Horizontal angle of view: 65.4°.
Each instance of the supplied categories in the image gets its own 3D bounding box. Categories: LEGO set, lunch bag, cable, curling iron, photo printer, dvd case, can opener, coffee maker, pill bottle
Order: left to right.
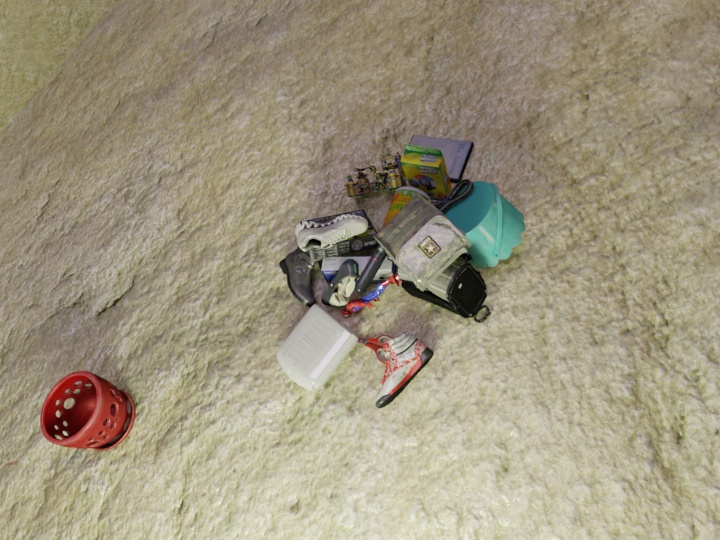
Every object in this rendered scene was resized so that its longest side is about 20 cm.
[{"bbox_3d":[-0.124,0.213,1.517,0.166,0.069,0.200,35,84,30],"label":"photo printer"},{"bbox_3d":[-0.129,-0.031,1.677,0.050,0.026,0.200,-43,61,20],"label":"curling iron"},{"bbox_3d":[0.045,-0.291,1.665,0.199,0.154,0.117,-8,96,27],"label":"LEGO set"},{"bbox_3d":[0.045,-0.025,1.475,0.078,0.063,0.200,33,81,23],"label":"can opener"},{"bbox_3d":[0.121,-0.125,1.583,0.111,0.111,0.201,11,69,24],"label":"pill bottle"},{"bbox_3d":[0.151,-0.065,1.354,0.164,0.118,0.200,-44,44,4],"label":"lunch bag"},{"bbox_3d":[0.229,-0.343,1.710,0.199,0.018,0.143,14,69,24],"label":"dvd case"},{"bbox_3d":[0.204,-0.169,1.462,0.200,0.050,0.098,-31,44,34],"label":"cable"},{"bbox_3d":[0.210,0.043,1.449,0.134,0.193,0.200,-36,34,-24],"label":"coffee maker"}]

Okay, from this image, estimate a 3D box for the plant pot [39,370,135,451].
[{"bbox_3d":[-0.758,0.403,1.584,0.199,0.183,0.201,-8,63,15],"label":"plant pot"}]

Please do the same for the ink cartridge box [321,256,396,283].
[{"bbox_3d":[0.000,0.000,1.566,0.199,0.094,0.044,0,65,15],"label":"ink cartridge box"}]

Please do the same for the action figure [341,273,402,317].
[{"bbox_3d":[0.026,0.076,1.533,0.199,0.065,0.052,-30,91,24],"label":"action figure"}]

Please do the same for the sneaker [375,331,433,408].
[{"bbox_3d":[0.083,0.247,1.428,0.108,0.067,0.201,41,77,21],"label":"sneaker"}]

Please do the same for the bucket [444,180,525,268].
[{"bbox_3d":[0.309,-0.124,1.458,0.207,0.135,0.208,-31,39,30],"label":"bucket"}]

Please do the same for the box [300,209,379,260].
[{"bbox_3d":[-0.062,-0.104,1.608,0.199,0.044,0.160,-12,36,-10],"label":"box"}]

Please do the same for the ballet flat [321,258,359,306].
[{"bbox_3d":[-0.053,0.053,1.523,0.073,0.200,0.073,16,45,-16],"label":"ballet flat"}]

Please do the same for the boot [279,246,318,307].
[{"bbox_3d":[-0.153,-0.001,1.623,0.132,0.070,0.200,-42,59,15],"label":"boot"}]

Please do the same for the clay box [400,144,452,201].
[{"bbox_3d":[0.186,-0.273,1.583,0.114,0.200,0.048,13,69,25],"label":"clay box"}]

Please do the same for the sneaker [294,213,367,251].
[{"bbox_3d":[-0.075,-0.096,1.508,0.199,0.075,0.081,-11,47,0],"label":"sneaker"}]

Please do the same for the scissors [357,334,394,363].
[{"bbox_3d":[0.015,0.187,1.522,0.199,0.014,0.073,23,76,29],"label":"scissors"}]
